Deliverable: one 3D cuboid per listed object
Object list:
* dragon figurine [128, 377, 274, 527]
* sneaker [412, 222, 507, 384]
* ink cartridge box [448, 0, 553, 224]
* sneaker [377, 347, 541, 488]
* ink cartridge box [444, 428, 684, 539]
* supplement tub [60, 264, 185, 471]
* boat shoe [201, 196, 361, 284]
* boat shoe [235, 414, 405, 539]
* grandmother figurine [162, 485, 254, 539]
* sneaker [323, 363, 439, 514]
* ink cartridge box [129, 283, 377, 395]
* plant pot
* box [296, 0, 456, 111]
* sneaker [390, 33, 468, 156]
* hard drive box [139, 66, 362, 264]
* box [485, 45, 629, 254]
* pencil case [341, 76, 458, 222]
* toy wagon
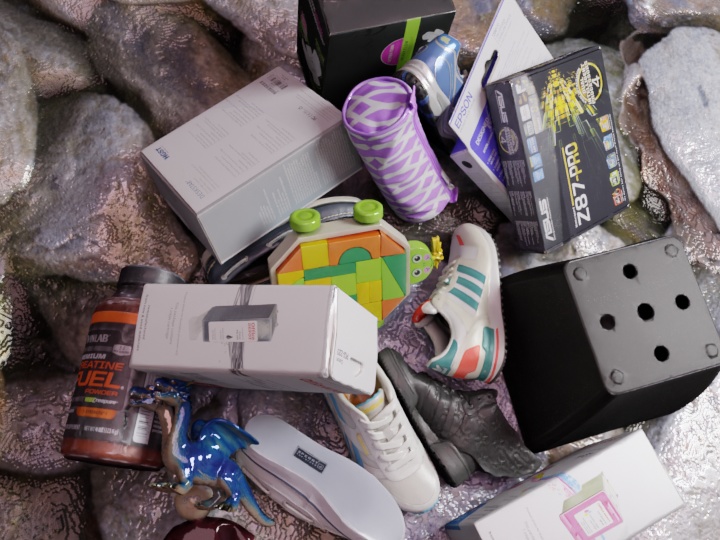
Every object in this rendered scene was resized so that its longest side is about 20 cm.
[{"bbox_3d":[-0.140,0.178,0.704,0.199,0.059,0.101,33,59,-26],"label":"dragon figurine"},{"bbox_3d":[0.106,0.028,0.817,0.092,0.071,0.202,6,59,-13],"label":"sneaker"},{"bbox_3d":[0.180,-0.190,0.870,0.200,0.043,0.200,40,66,-37],"label":"ink cartridge box"},{"bbox_3d":[0.106,0.155,0.803,0.103,0.060,0.201,-30,83,-14],"label":"sneaker"},{"bbox_3d":[0.200,0.248,0.735,0.198,0.145,0.085,-23,74,-13],"label":"ink cartridge box"},{"bbox_3d":[-0.237,0.100,0.755,0.105,0.107,0.203,8,71,-4],"label":"supplement tub"},{"bbox_3d":[-0.081,-0.024,0.821,0.197,0.075,0.062,-19,54,-11],"label":"boat shoe"},{"bbox_3d":[-0.044,0.229,0.757,0.199,0.066,0.073,36,38,13],"label":"boat shoe"},{"bbox_3d":[-0.156,0.296,0.727,0.120,0.061,0.203,-7,76,-18],"label":"grandmother figurine"},{"bbox_3d":[0.018,0.169,0.774,0.076,0.081,0.201,-31,79,-17],"label":"sneaker"},{"bbox_3d":[-0.095,0.069,0.701,0.197,0.146,0.086,2,75,18],"label":"ink cartridge box"},{"bbox_3d":[0.269,0.068,0.785,0.197,0.178,0.202,-12,74,-11],"label":"plant pot"},{"bbox_3d":[0.009,-0.279,0.854,0.146,0.200,0.126,-14,74,-10],"label":"box"},{"bbox_3d":[0.096,-0.195,0.838,0.075,0.200,0.077,39,88,16],"label":"sneaker"},{"bbox_3d":[-0.124,-0.126,0.823,0.199,0.077,0.156,-35,50,-15],"label":"hard drive box"},{"bbox_3d":[0.234,-0.142,0.850,0.160,0.049,0.203,-24,108,-28],"label":"box"},{"bbox_3d":[0.048,-0.128,0.814,0.084,0.200,0.085,5,69,25],"label":"pencil case"},{"bbox_3d":[0.000,0.000,0.793,0.197,0.157,0.040,-9,36,-10],"label":"toy wagon"}]
